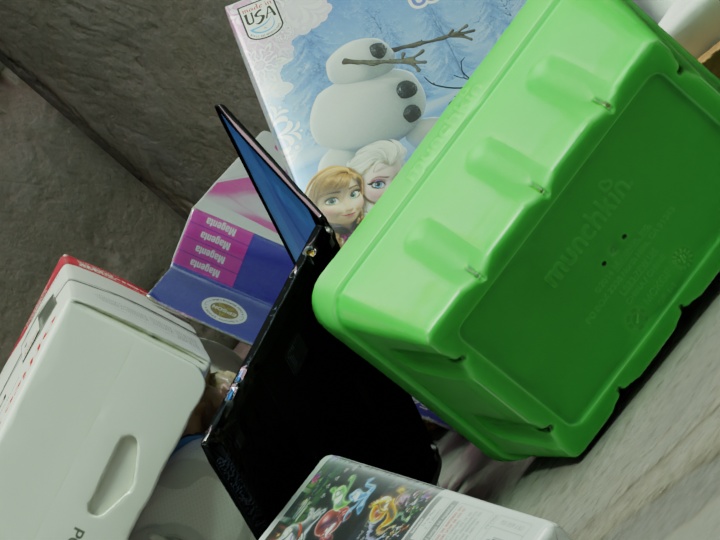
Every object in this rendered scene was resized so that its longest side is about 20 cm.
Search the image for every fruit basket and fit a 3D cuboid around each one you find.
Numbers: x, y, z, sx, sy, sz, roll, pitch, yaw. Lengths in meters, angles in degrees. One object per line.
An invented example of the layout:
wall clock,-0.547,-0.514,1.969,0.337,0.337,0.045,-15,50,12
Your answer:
fruit basket,0.085,-0.021,1.052,0.216,0.155,0.216,-44,22,22

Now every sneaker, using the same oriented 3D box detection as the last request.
sneaker,-0.107,0.176,1.181,0.201,0.075,0.087,-64,-4,21

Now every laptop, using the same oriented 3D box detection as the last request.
laptop,-0.039,0.053,1.097,0.103,0.178,0.201,5,51,30

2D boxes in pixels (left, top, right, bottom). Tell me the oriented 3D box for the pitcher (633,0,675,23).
pitcher,0.221,-0.229,1.203,0.200,0.121,0.172,-36,-28,-11

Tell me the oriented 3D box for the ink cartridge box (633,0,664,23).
ink cartridge box,0.091,-0.083,1.288,0.200,0.145,0.084,-50,-23,-18

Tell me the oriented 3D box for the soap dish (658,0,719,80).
soap dish,0.225,-0.151,1.049,0.158,0.081,0.200,-52,5,-25

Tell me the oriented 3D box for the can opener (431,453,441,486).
can opener,-0.031,0.165,1.168,0.200,0.053,0.067,-52,3,-10

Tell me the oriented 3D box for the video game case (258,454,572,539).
video game case,-0.025,0.165,0.896,0.200,0.023,0.182,-51,25,-16

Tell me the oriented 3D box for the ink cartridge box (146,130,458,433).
ink cartridge box,0.000,0.000,1.327,0.200,0.195,0.044,-58,-10,-65

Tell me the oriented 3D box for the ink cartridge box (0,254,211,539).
ink cartridge box,-0.153,0.081,1.228,0.147,0.083,0.200,-63,10,1

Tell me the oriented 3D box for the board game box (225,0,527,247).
board game box,0.051,-0.094,1.223,0.199,0.200,0.043,-22,-34,-1

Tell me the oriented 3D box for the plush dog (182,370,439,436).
plush dog,-0.025,0.098,1.368,0.171,0.161,0.200,-36,26,-24

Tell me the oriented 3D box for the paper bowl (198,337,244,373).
paper bowl,-0.121,0.141,1.476,0.104,0.201,0.201,2,43,42
